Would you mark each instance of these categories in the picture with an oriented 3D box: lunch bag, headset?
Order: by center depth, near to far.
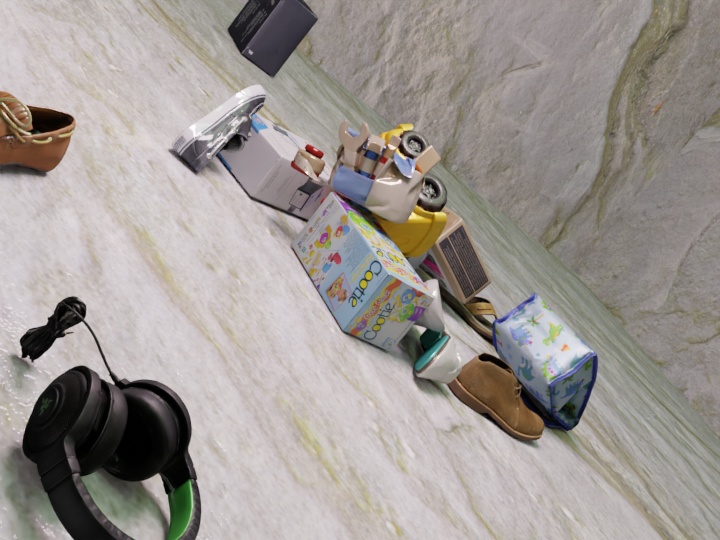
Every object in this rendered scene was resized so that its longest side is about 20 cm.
[{"bbox_3d":[-0.179,0.110,0.630,0.123,0.093,0.203,26,36,-58],"label":"headset"},{"bbox_3d":[0.320,0.173,1.641,0.171,0.126,0.201,51,-12,36],"label":"lunch bag"}]

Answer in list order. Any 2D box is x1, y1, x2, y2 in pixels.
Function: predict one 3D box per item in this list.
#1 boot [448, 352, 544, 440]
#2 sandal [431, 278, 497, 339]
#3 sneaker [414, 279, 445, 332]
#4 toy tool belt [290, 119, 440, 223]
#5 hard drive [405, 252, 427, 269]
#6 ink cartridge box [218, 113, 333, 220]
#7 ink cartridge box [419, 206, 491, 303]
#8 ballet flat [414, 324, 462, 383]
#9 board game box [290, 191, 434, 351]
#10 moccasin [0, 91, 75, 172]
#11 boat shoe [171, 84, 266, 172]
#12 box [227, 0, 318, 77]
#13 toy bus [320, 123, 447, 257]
[{"bbox_3d":[0.225,0.193,1.416,0.199,0.076,0.074,34,13,-31],"label":"boot"},{"bbox_3d":[0.223,0.071,1.819,0.199,0.054,0.080,42,14,3],"label":"sandal"},{"bbox_3d":[0.076,0.057,1.386,0.200,0.086,0.077,117,-33,-87],"label":"sneaker"},{"bbox_3d":[0.009,-0.163,1.372,0.197,0.125,0.125,27,6,-6],"label":"toy tool belt"},{"bbox_3d":[0.037,-0.047,1.584,0.135,0.043,0.199,45,33,10],"label":"hard drive"},{"bbox_3d":[-0.131,-0.169,1.526,0.147,0.086,0.199,49,17,30],"label":"ink cartridge box"},{"bbox_3d":[0.142,-0.053,1.757,0.200,0.075,0.166,41,-16,53],"label":"ink cartridge box"},{"bbox_3d":[0.120,0.127,1.363,0.069,0.070,0.200,40,10,-3],"label":"ballet flat"},{"bbox_3d":[0.000,0.000,1.325,0.102,0.105,0.201,27,20,-42],"label":"board game box"},{"bbox_3d":[-0.339,-0.138,0.878,0.074,0.078,0.201,45,14,18],"label":"moccasin"},{"bbox_3d":[-0.194,-0.209,1.386,0.068,0.072,0.200,48,43,-5],"label":"boat shoe"},{"bbox_3d":[-0.234,-0.650,2.463,0.117,0.197,0.201,32,16,-33],"label":"box"},{"bbox_3d":[0.022,-0.128,1.502,0.188,0.136,0.203,-3,62,-27],"label":"toy bus"}]
